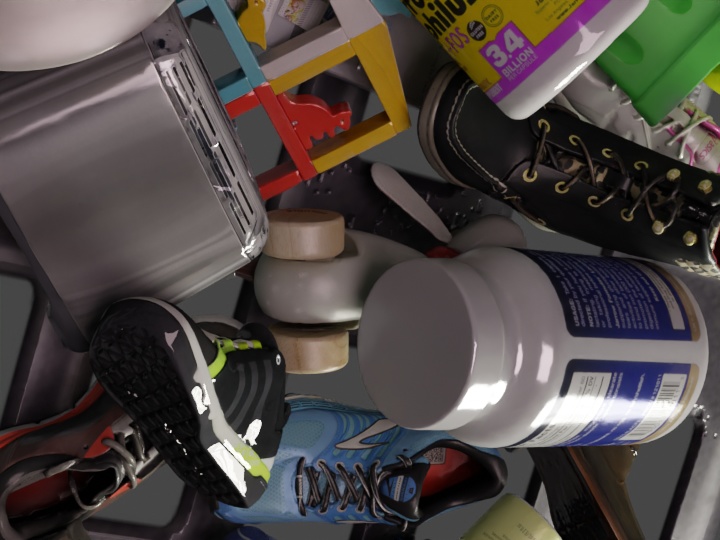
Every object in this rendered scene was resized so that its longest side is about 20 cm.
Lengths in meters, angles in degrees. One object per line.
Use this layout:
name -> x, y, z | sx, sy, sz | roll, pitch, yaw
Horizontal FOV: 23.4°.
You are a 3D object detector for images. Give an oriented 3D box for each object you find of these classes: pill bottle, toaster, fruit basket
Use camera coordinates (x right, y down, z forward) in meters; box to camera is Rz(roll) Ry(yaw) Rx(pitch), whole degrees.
pill bottle -> 0.101, 0.045, 1.014 | 0.200, 0.116, 0.116 | 5, 102, -43
toaster -> -0.133, -0.064, 0.912 | 0.129, 0.114, 0.200 | -24, 122, 0
fruit basket -> 0.230, -0.174, 1.041 | 0.215, 0.156, 0.216 | 12, 58, -20
pill bottle -> 0.054, -0.185, 0.936 | 0.104, 0.104, 0.200 | -43, 92, -10

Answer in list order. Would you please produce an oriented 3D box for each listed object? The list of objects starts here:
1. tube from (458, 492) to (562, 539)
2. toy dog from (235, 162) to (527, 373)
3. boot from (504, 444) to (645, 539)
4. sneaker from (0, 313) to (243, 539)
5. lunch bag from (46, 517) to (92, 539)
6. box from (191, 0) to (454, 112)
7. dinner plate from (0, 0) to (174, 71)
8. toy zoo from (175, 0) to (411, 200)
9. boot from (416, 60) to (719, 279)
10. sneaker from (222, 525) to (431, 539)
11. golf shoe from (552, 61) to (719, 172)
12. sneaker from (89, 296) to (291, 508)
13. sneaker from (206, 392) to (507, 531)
tube -> 0.042, 0.223, 1.058 | 0.200, 0.058, 0.052 | -43, 137, -15
toy dog -> 0.000, 0.000, 1.055 | 0.200, 0.096, 0.132 | 15, 94, -44
boot -> 0.165, 0.126, 1.130 | 0.097, 0.075, 0.200 | -29, 82, -26
sneaker -> -0.135, 0.101, 1.003 | 0.200, 0.082, 0.077 | -34, 116, -14
lunch bag -> -0.181, 0.262, 1.000 | 0.164, 0.118, 0.200 | -32, 144, -13
box -> 0.019, -0.184, 1.028 | 0.199, 0.041, 0.156 | 19, 96, -28
dinner plate -> -0.169, -0.194, 0.849 | 0.199, 0.024, 0.201 | 2, 73, -6
toy zoo -> -0.059, -0.106, 0.979 | 0.199, 0.020, 0.131 | -26, 119, 4
boot -> 0.139, -0.058, 1.019 | 0.203, 0.153, 0.074 | 28, 82, -53
sneaker -> -0.002, 0.204, 1.107 | 0.115, 0.080, 0.199 | -49, 126, -11
golf shoe -> 0.186, -0.099, 1.096 | 0.075, 0.091, 0.200 | -52, 124, -16
sneaker -> -0.085, 0.054, 0.945 | 0.083, 0.072, 0.200 | -60, 156, -23
sneaker -> 0.002, 0.121, 1.072 | 0.199, 0.090, 0.079 | -6, 106, -24
